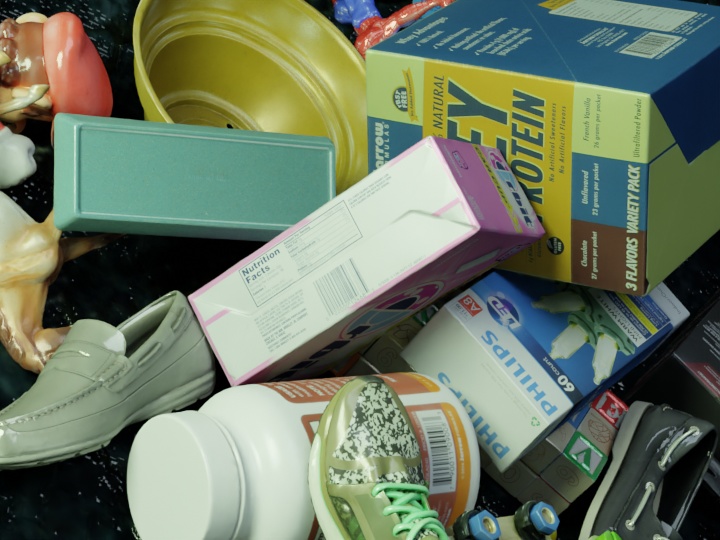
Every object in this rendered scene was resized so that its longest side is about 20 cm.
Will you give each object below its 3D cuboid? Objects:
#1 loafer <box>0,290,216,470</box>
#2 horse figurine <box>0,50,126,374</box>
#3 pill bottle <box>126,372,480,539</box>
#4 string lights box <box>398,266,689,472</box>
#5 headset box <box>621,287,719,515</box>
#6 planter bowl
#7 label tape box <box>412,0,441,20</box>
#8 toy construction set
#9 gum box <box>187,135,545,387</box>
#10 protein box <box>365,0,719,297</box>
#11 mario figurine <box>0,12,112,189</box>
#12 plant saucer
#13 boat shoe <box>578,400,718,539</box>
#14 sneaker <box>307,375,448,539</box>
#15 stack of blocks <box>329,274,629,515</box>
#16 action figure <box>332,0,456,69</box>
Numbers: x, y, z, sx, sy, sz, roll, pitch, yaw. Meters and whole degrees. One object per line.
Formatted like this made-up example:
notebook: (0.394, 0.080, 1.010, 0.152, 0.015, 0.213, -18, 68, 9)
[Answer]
loafer: (-0.159, 0.065, 1.383, 0.200, 0.069, 0.070, -26, 105, -56)
horse figurine: (-0.215, -0.046, 1.424, 0.200, 0.050, 0.133, 47, 72, -14)
pill bottle: (-0.034, 0.121, 1.411, 0.199, 0.112, 0.113, -2, 57, -40)
string lights box: (0.123, 0.042, 1.556, 0.103, 0.059, 0.200, 48, 39, 8)
headset box: (0.286, 0.097, 1.721, 0.149, 0.077, 0.200, 45, 41, 3)
planter bowl: (-0.082, -0.099, 1.587, 0.199, 0.083, 0.202, 23, 44, -24)
label tape box: (0.144, -0.206, 1.837, 0.143, 0.064, 0.200, 23, 36, 20)
toy construction set: (0.105, 0.203, 1.408, 0.200, 0.092, 0.132, 15, 46, -62)
gum box: (0.000, 0.000, 1.454, 0.067, 0.199, 0.113, 62, 21, 13)
protein box: (0.136, -0.095, 1.565, 0.198, 0.136, 0.198, 11, 26, 28)
mario figurine: (-0.254, -0.117, 1.490, 0.198, 0.106, 0.125, 12, 85, -18)
plant saucer: (-0.096, -0.055, 1.460, 0.199, 0.019, 0.071, 3, 84, -35)
boat shoe: (0.185, 0.171, 1.547, 0.062, 0.073, 0.201, 7, 51, 21)
sneaker: (0.029, 0.154, 1.319, 0.076, 0.088, 0.202, 0, 76, -36)
stack of blocks: (0.076, 0.074, 1.583, 0.200, 0.059, 0.115, 41, 40, -2)
action figure: (0.029, -0.187, 1.700, 0.201, 0.098, 0.066, -108, 176, -52)
